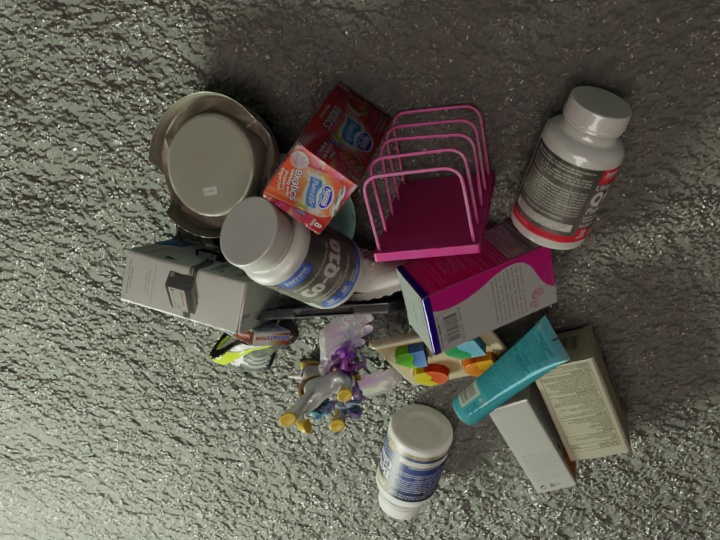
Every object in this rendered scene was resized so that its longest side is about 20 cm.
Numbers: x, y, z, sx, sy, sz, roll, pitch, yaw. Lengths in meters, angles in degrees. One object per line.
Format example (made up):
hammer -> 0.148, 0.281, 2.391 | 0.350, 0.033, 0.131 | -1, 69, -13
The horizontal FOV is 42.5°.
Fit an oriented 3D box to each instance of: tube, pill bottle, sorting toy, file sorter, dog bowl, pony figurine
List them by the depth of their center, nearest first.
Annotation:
pill bottle -> 0.279, -0.135, 1.217 | 0.110, 0.111, 0.201 | 17, 128, 2
file sorter -> 0.092, -0.122, 1.222 | 0.138, 0.200, 0.126 | -4, 121, 17
pill bottle -> -0.093, -0.024, 1.263 | 0.113, 0.114, 0.200 | -21, 154, 26
dog bowl -> -0.201, -0.148, 1.302 | 0.199, 0.059, 0.201 | 4, 99, 24
tube -> 0.224, 0.159, 1.399 | 0.200, 0.078, 0.050 | -44, 151, 27
sorting toy -> 0.134, 0.137, 1.441 | 0.184, 0.037, 0.200 | -14, 151, 23
pony figurine -> -0.038, 0.175, 1.498 | 0.192, 0.200, 0.167 | -24, 110, 11
pill bottle -> 0.087, 0.339, 1.611 | 0.111, 0.111, 0.201 | 14, 127, 4

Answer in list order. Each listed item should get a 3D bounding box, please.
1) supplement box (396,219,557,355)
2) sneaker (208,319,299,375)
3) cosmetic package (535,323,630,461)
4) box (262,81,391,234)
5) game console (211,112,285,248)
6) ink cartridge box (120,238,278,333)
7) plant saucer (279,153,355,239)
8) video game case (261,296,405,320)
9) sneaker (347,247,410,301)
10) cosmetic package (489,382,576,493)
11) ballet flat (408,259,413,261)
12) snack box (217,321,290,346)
supplement box -> 0.166, 0.020, 1.310 | 0.199, 0.103, 0.102 | -21, 123, -11
sneaker -> -0.164, 0.125, 1.545 | 0.081, 0.074, 0.200 | 39, 142, -28
cosmetic package -> 0.347, 0.193, 1.453 | 0.103, 0.087, 0.201 | -14, 120, 21
box -> -0.041, -0.153, 1.230 | 0.095, 0.200, 0.100 | 35, 126, -9
game console -> -0.179, -0.126, 1.392 | 0.176, 0.031, 0.200 | -14, 121, 23
ink cartridge box -> -0.239, 0.020, 1.413 | 0.199, 0.145, 0.084 | 15, 102, 15
plant saucer -> -0.104, -0.088, 1.369 | 0.200, 0.039, 0.202 | 3, 122, 5
video game case -> -0.034, 0.058, 1.428 | 0.199, 0.143, 0.019 | -5, 91, 17
sneaker -> 0.000, 0.000, 1.391 | 0.199, 0.076, 0.081 | -7, 100, 37
cosmetic package -> 0.283, 0.254, 1.506 | 0.071, 0.102, 0.200 | -20, 119, 25
ballet flat -> 0.131, 0.012, 1.401 | 0.064, 0.076, 0.200 | -4, 126, 55
snack box -> -0.199, 0.079, 1.460 | 0.200, 0.072, 0.024 | 19, 102, 44
